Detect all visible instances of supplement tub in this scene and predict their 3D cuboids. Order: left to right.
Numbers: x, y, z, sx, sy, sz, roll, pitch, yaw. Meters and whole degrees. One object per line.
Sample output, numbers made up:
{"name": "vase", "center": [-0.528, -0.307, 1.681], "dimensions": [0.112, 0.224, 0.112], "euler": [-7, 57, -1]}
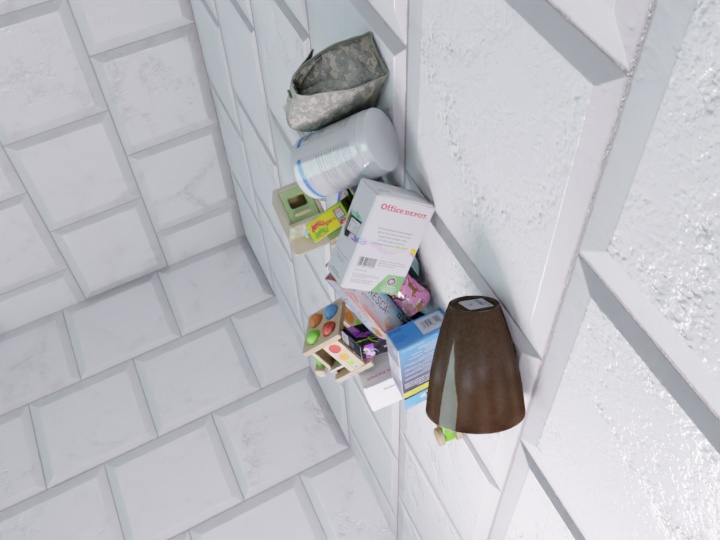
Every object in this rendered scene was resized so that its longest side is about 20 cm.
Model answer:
{"name": "supplement tub", "center": [-0.033, -0.234, 1.488], "dimensions": [0.196, 0.131, 0.135], "euler": [-14, 101, 35]}

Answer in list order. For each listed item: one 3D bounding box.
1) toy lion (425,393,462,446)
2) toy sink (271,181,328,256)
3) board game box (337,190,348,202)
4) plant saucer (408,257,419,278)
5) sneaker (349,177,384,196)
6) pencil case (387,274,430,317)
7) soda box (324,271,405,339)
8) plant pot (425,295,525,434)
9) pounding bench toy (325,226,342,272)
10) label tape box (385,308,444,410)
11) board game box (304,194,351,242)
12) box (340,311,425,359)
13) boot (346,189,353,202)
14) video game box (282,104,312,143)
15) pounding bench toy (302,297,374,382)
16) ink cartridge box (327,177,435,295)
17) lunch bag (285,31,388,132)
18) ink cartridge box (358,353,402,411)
{"name": "toy lion", "center": [0.183, 0.296, 1.798], "dimensions": [0.193, 0.067, 0.203], "euler": [-117, 13, -47]}
{"name": "toy sink", "center": [-0.186, -0.171, 2.341], "dimensions": [0.112, 0.128, 0.204], "euler": [114, 133, -70]}
{"name": "board game box", "center": [-0.020, -0.156, 1.943], "dimensions": [0.137, 0.029, 0.201], "euler": [63, 165, 19]}
{"name": "plant saucer", "center": [0.062, -0.058, 1.644], "dimensions": [0.199, 0.028, 0.200], "euler": [41, 174, 5]}
{"name": "sneaker", "center": [0.038, -0.150, 1.605], "dimensions": [0.201, 0.078, 0.078], "euler": [49, 170, 22]}
{"name": "pencil case", "center": [0.065, 0.012, 1.614], "dimensions": [0.200, 0.084, 0.086], "euler": [44, 145, -19]}
{"name": "soda box", "center": [0.012, 0.061, 1.589], "dimensions": [0.063, 0.069, 0.201], "euler": [10, 146, 53]}
{"name": "plant pot", "center": [0.205, 0.156, 1.317], "dimensions": [0.187, 0.182, 0.206], "euler": [-147, 52, -66]}
{"name": "pounding bench toy", "center": [0.000, 0.000, 1.780], "dimensions": [0.201, 0.124, 0.156], "euler": [52, 178, -39]}
{"name": "label tape box", "center": [0.137, 0.200, 1.640], "dimensions": [0.066, 0.140, 0.203], "euler": [51, 158, 44]}
{"name": "board game box", "center": [-0.062, -0.128, 1.744], "dimensions": [0.048, 0.100, 0.200], "euler": [56, -168, -5]}
{"name": "box", "center": [0.067, 0.143, 1.710], "dimensions": [0.143, 0.195, 0.037], "euler": [-151, 50, -67]}
{"name": "boot", "center": [-0.007, -0.235, 1.689], "dimensions": [0.171, 0.075, 0.201], "euler": [61, 163, 22]}
{"name": "video game box", "center": [-0.063, -0.312, 1.607], "dimensions": [0.180, 0.046, 0.204], "euler": [-27, 81, 31]}
{"name": "pounding bench toy", "center": [-0.083, 0.188, 1.876], "dimensions": [0.155, 0.198, 0.126], "euler": [41, -144, -29]}
{"name": "ink cartridge box", "center": [0.039, -0.065, 1.458], "dimensions": [0.084, 0.142, 0.204], "euler": [49, 123, 50]}
{"name": "lunch bag", "center": [-0.062, -0.364, 1.457], "dimensions": [0.120, 0.196, 0.164], "euler": [65, 166, 7]}
{"name": "ink cartridge box", "center": [0.063, 0.249, 1.909], "dimensions": [0.201, 0.142, 0.086], "euler": [-112, -1, -59]}
